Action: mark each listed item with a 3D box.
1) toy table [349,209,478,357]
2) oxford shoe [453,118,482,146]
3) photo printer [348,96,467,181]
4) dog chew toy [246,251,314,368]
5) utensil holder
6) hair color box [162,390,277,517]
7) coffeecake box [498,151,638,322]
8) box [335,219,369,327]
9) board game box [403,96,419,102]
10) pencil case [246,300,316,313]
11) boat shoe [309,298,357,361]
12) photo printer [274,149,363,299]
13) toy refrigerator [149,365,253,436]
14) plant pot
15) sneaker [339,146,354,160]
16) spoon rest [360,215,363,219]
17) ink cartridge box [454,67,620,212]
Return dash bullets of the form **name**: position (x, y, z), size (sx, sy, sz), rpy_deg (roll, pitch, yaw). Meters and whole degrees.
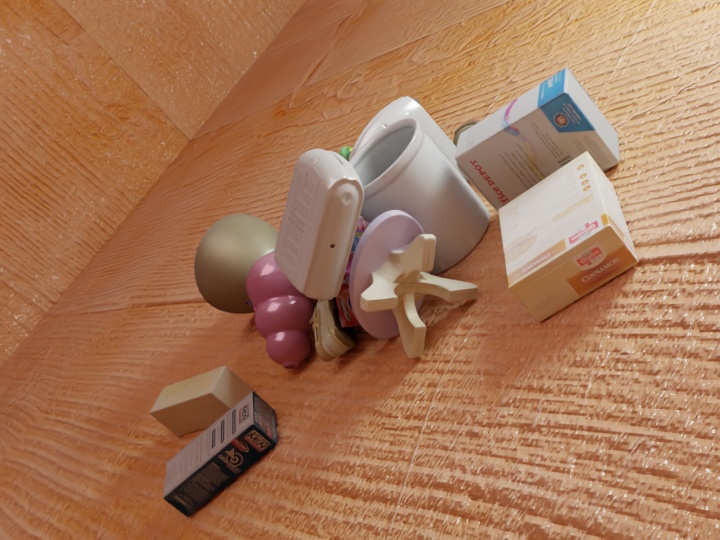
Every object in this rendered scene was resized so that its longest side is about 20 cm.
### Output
- **toy table**: position (0.066, 0.024, 1.394), size (0.183, 0.201, 0.117), rpy_deg (-17, 27, -20)
- **oxford shoe**: position (0.211, -0.214, 1.654), size (0.074, 0.071, 0.200), rpy_deg (-52, 24, -10)
- **photo printer**: position (0.084, -0.188, 1.655), size (0.167, 0.200, 0.069), rpy_deg (-50, 24, -11)
- **dog chew toy**: position (-0.131, 0.071, 1.649), size (0.124, 0.124, 0.201), rpy_deg (-25, 63, 38)
- **utensil holder**: position (0.088, -0.115, 1.526), size (0.170, 0.200, 0.170), rpy_deg (-37, 24, 19)
- **hair color box**: position (-0.227, 0.297, 1.541), size (0.200, 0.061, 0.100), rpy_deg (-40, 24, 11)
- **coffeecake box**: position (0.271, -0.048, 1.273), size (0.153, 0.073, 0.200), rpy_deg (-34, 25, 23)
- **box**: position (0.000, 0.000, 1.568), size (0.095, 0.100, 0.200), rpy_deg (-7, 27, -3)
- **board game box**: position (0.066, -0.225, 1.856), size (0.136, 0.034, 0.200), rpy_deg (97, -169, -48)
- **pencil case**: position (-0.112, 0.026, 1.774), size (0.200, 0.091, 0.094), rpy_deg (-43, 14, -2)
- **boat shoe**: position (-0.054, 0.084, 1.592), size (0.066, 0.074, 0.200), rpy_deg (-43, 18, 13)
- **photo printer**: position (-0.063, -0.078, 1.435), size (0.166, 0.069, 0.201), rpy_deg (43, 123, 60)
- **toy refrigerator**: position (-0.288, 0.236, 1.726), size (0.200, 0.076, 0.070), rpy_deg (-22, 32, 43)
- **plant pot**: position (-0.204, -0.003, 1.860), size (0.134, 0.200, 0.201), rpy_deg (14, 61, 47)
- **sneaker**: position (-0.013, -0.175, 1.847), size (0.200, 0.083, 0.074), rpy_deg (95, -167, -54)
- **spoon rest**: position (-0.002, -0.064, 1.761), size (0.200, 0.061, 0.100), rpy_deg (-9, 53, 56)
- **ink cartridge box**: position (0.262, -0.183, 1.420), size (0.200, 0.145, 0.085), rpy_deg (-30, 27, 31)
